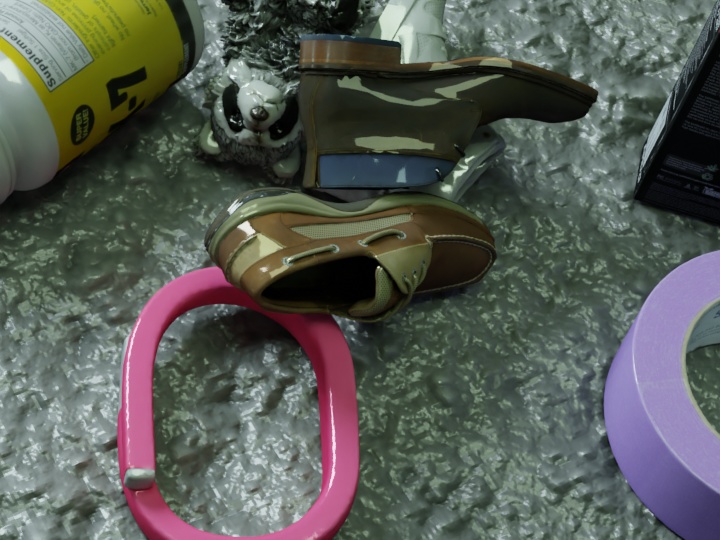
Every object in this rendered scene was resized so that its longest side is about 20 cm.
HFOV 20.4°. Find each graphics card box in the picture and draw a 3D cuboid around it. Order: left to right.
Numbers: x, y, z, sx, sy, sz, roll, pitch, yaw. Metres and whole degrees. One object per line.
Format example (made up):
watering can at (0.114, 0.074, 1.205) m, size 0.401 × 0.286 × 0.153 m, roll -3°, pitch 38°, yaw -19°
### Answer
graphics card box at (0.267, -0.102, 1.302) m, size 0.125 × 0.200 × 0.051 m, roll 15°, pitch 54°, yaw -1°

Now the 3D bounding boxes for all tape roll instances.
tape roll at (0.258, 0.085, 1.255) m, size 0.200 × 0.066 × 0.200 m, roll 6°, pitch 54°, yaw -9°

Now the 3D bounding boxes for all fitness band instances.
fitness band at (-0.072, 0.087, 1.194) m, size 0.143 × 0.037 × 0.200 m, roll 4°, pitch 56°, yaw -11°

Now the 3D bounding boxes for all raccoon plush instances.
raccoon plush at (-0.041, -0.139, 1.350) m, size 0.097 × 0.134 × 0.200 m, roll 22°, pitch 20°, yaw 16°

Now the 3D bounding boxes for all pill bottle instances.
pill bottle at (-0.203, -0.122, 1.259) m, size 0.114 × 0.114 × 0.200 m, roll 39°, pitch 57°, yaw 14°

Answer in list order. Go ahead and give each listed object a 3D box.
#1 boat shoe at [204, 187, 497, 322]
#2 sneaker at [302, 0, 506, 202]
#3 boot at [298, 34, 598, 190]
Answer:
boat shoe at (0.000, 0.000, 1.225) m, size 0.200 × 0.076 × 0.074 m, roll 0°, pitch 44°, yaw -34°
sneaker at (0.049, -0.115, 1.345) m, size 0.115 × 0.074 × 0.200 m, roll 24°, pitch 63°, yaw 0°
boot at (0.053, -0.089, 1.270) m, size 0.200 × 0.075 × 0.097 m, roll 7°, pitch 89°, yaw -15°
